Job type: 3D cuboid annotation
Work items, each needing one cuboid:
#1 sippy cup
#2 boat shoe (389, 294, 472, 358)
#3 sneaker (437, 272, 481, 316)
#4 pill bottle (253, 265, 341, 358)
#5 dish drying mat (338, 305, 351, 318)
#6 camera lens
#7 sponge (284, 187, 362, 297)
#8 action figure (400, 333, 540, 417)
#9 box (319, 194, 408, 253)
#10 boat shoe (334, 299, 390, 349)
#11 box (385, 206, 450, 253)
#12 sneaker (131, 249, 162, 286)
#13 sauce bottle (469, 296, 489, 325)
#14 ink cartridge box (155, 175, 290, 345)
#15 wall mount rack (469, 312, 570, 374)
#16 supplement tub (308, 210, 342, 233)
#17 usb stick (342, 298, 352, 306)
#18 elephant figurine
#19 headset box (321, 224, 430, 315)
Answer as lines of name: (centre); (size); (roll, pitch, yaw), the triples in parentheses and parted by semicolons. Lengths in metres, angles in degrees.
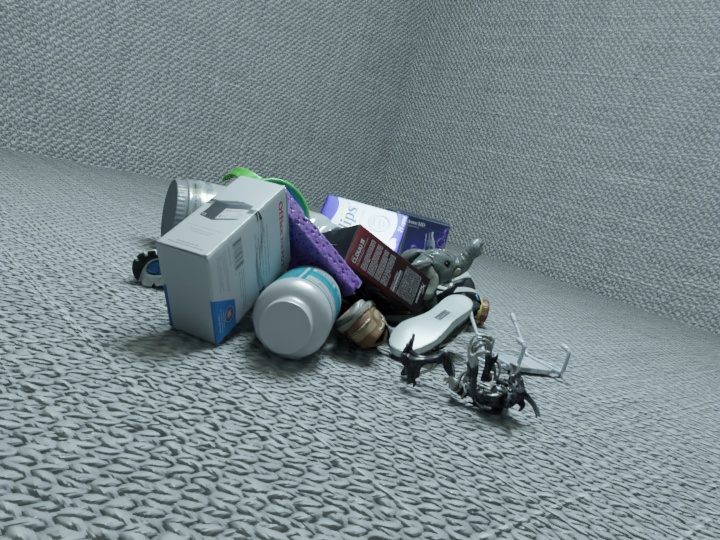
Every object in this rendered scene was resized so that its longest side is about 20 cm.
sippy cup: (-0.176, -0.085, 1.084); (0.138, 0.181, 0.130); (2, -3, -32)
boat shoe: (0.124, 0.109, 1.045); (0.199, 0.064, 0.070); (-25, 40, -38)
sneaker: (0.174, 0.079, 1.320); (0.198, 0.073, 0.113); (-17, 65, -19)
pill bottle: (-0.090, 0.059, 0.885); (0.109, 0.112, 0.200); (15, 9, 2)
dish drying mat: (-0.068, 0.071, 1.075); (0.198, 0.018, 0.076); (8, -15, -35)
camera lens: (-0.330, -0.112, 1.380); (0.198, 0.162, 0.160); (9, 10, -29)
sponge: (-0.096, -0.034, 0.989); (0.111, 0.030, 0.201); (-16, -60, 48)
action figure: (0.156, 0.136, 0.850); (0.197, 0.104, 0.119); (15, -3, 13)
box: (-0.010, -0.048, 1.371); (0.197, 0.106, 0.186); (15, 54, 6)
boat shoe: (0.010, 0.096, 0.994); (0.072, 0.076, 0.200); (46, 5, 8)
box: (0.117, -0.041, 1.530); (0.146, 0.203, 0.104); (11, 9, -18)
sneaker: (-0.285, -0.015, 1.065); (0.197, 0.076, 0.087); (1, 8, -11)
sauce bottle: (0.191, 0.071, 1.404); (0.197, 0.067, 0.066); (16, 9, -4)
ink cartridge box: (-0.183, -0.021, 0.866); (0.083, 0.147, 0.200); (16, 38, 18)
wall mount rack: (0.284, 0.134, 1.144); (0.198, 0.076, 0.173); (10, 10, -29)
supplement tub: (-0.138, -0.054, 1.223); (0.198, 0.147, 0.144); (19, 10, 27)
usb stick: (-0.049, 0.048, 1.177); (0.032, 0.056, 0.199); (-28, -20, 28)
elephant figurine: (0.128, 0.014, 1.216); (0.154, 0.203, 0.141); (5, 13, -46)
headset box: (0.000, 0.000, 1.086); (0.199, 0.078, 0.148); (35, -24, -30)
